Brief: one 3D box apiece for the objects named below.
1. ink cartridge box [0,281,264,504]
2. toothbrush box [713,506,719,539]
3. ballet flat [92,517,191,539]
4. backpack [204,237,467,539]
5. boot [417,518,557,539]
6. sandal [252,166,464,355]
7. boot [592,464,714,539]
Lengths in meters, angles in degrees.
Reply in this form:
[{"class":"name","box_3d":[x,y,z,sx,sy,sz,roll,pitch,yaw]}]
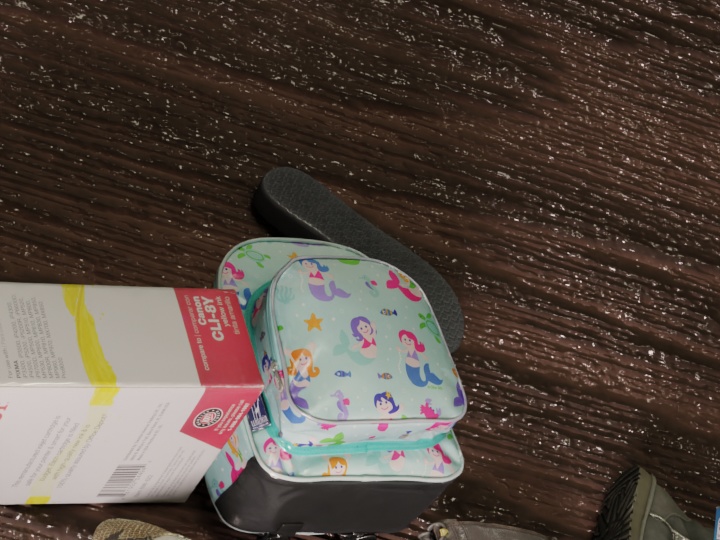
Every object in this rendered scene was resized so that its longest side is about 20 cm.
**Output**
[{"class":"ink cartridge box","box_3d":[-0.184,0.080,1.487,0.199,0.145,0.084,2,54,-31]},{"class":"toothbrush box","box_3d":[0.321,0.274,1.634,0.145,0.085,0.202,11,83,-26]},{"class":"ballet flat","box_3d":[-0.095,0.225,1.479,0.068,0.075,0.201,-22,70,-40]},{"class":"backpack","box_3d":[-0.031,0.069,1.597,0.176,0.151,0.201,3,49,-32]},{"class":"boot","box_3d":[0.072,0.248,1.582,0.199,0.069,0.175,6,48,-33]},{"class":"sandal","box_3d":[0.000,0.000,1.745,0.200,0.043,0.076,43,37,18]},{"class":"boot","box_3d":[0.258,0.250,1.693,0.200,0.073,0.182,37,47,-11]}]
